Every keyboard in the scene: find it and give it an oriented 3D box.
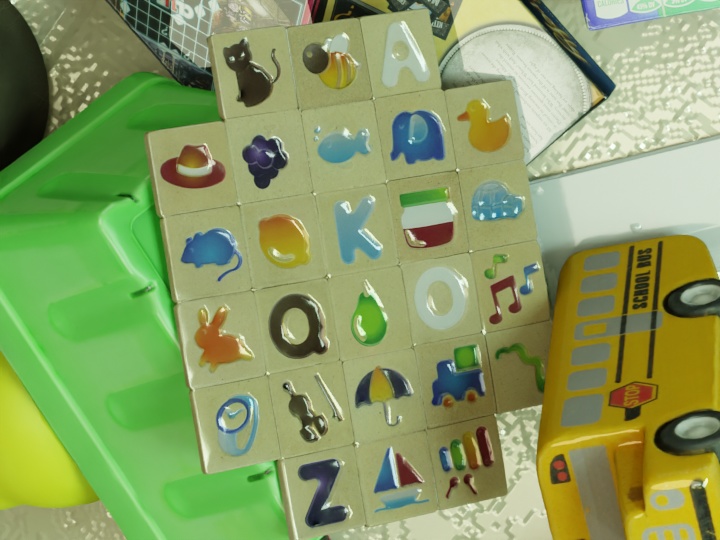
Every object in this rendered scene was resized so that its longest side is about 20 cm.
[{"bbox_3d":[0.169,-0.032,1.241,0.200,0.011,0.056,-13,94,14],"label":"keyboard"}]

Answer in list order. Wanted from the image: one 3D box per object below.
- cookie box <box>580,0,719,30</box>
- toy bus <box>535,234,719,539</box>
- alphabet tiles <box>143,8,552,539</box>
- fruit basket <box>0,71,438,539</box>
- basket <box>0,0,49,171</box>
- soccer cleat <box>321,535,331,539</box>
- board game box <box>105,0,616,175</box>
[{"bbox_3d":[0.157,-0.209,1.170,0.171,0.075,0.200,-9,99,15],"label":"cookie box"},{"bbox_3d":[0.113,0.058,1.167,0.078,0.200,0.065,-8,116,12],"label":"toy bus"},{"bbox_3d":[0.000,0.000,1.182,0.166,0.006,0.200,-11,92,-29],"label":"alphabet tiles"},{"bbox_3d":[-0.092,0.037,1.248,0.216,0.156,0.216,32,145,26],"label":"fruit basket"},{"bbox_3d":[-0.215,-0.060,1.214,0.180,0.200,0.136,-43,87,17],"label":"basket"},{"bbox_3d":[-0.018,0.178,1.295,0.070,0.086,0.200,-31,72,-26],"label":"soccer cleat"},{"bbox_3d":[-0.010,-0.106,1.249,0.135,0.035,0.200,-41,91,17],"label":"board game box"}]
